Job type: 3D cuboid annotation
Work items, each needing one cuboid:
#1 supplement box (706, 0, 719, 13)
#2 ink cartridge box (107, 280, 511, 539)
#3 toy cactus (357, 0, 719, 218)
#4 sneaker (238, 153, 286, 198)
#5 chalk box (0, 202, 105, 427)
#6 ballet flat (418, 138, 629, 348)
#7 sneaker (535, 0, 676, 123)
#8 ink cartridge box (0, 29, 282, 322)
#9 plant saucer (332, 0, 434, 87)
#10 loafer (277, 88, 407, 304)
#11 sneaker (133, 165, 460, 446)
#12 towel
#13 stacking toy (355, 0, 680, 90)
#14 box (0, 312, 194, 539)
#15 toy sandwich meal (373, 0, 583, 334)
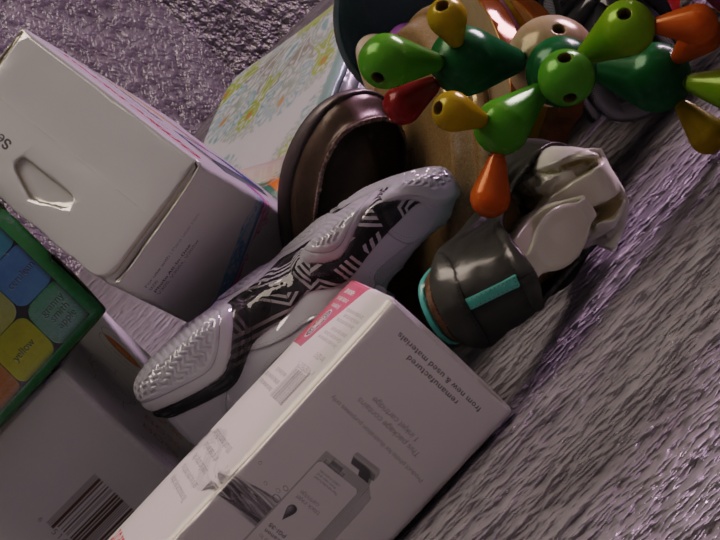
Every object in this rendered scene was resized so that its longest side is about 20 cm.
[{"bbox_3d":[0.224,-0.204,1.383,0.103,0.131,0.200,-42,9,42],"label":"supplement box"},{"bbox_3d":[-0.034,0.106,1.391,0.200,0.083,0.147,-47,8,-3],"label":"ink cartridge box"},{"bbox_3d":[0.100,-0.089,1.398,0.200,0.102,0.165,-6,10,-1],"label":"toy cactus"},{"bbox_3d":[-0.031,-0.029,1.719,0.200,0.071,0.080,-23,48,26],"label":"sneaker"},{"bbox_3d":[-0.228,0.029,1.553,0.124,0.124,0.200,-47,9,-18],"label":"chalk box"},{"bbox_3d":[0.092,-0.020,1.410,0.068,0.068,0.200,-26,14,29],"label":"ballet flat"},{"bbox_3d":[0.135,-0.120,1.615,0.075,0.114,0.200,-18,-29,-1],"label":"sneaker"},{"bbox_3d":[-0.118,-0.038,1.605,0.088,0.145,0.200,-55,-27,4],"label":"ink cartridge box"},{"bbox_3d":[0.075,-0.182,1.782,0.200,0.200,0.036,-44,42,22],"label":"plant saucer"},{"bbox_3d":[0.000,0.000,1.574,0.073,0.200,0.071,-11,26,-35],"label":"loafer"},{"bbox_3d":[-0.010,0.039,1.504,0.200,0.115,0.075,-38,8,2],"label":"sneaker"},{"bbox_3d":[-0.044,-0.089,1.873,0.171,0.048,0.200,-35,25,40],"label":"towel"},{"bbox_3d":[0.102,-0.138,1.756,0.200,0.085,0.085,-23,7,-4],"label":"stacking toy"},{"bbox_3d":[-0.143,0.120,1.642,0.106,0.152,0.200,-46,7,7],"label":"box"},{"bbox_3d":[0.060,-0.060,1.588,0.205,0.070,0.205,177,90,-74],"label":"toy sandwich meal"}]
